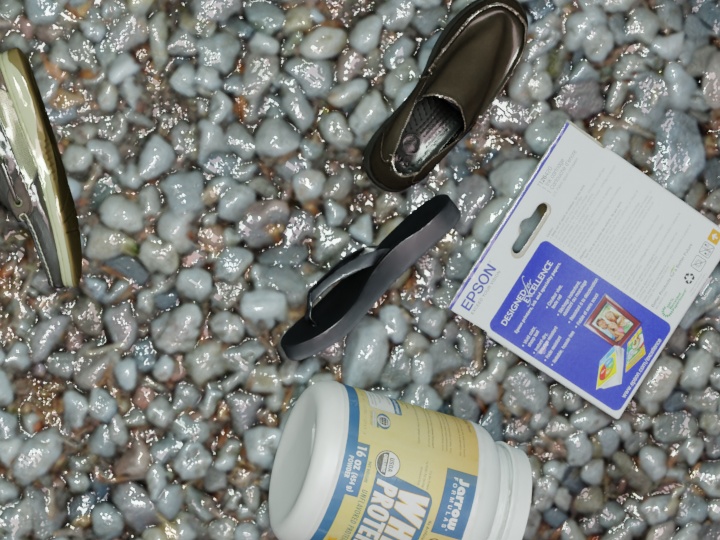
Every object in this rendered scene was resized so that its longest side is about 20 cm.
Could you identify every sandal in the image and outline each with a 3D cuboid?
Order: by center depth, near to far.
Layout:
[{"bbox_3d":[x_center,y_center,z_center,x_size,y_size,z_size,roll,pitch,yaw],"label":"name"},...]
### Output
[{"bbox_3d":[0.000,0.000,1.635,0.200,0.076,0.043,-45,108,-14],"label":"sandal"}]

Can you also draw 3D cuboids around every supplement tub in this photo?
[{"bbox_3d":[0.033,0.187,1.633,0.198,0.145,0.146,17,95,-15],"label":"supplement tub"}]

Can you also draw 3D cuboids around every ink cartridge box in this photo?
[{"bbox_3d":[0.203,-0.002,1.697,0.199,0.047,0.199,33,92,-15],"label":"ink cartridge box"}]

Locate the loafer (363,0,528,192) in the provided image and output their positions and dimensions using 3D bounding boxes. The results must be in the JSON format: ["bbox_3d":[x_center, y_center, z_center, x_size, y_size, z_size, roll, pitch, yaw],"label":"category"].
[{"bbox_3d":[0.083,-0.148,1.627,0.073,0.071,0.201,34,90,-16],"label":"loafer"}]

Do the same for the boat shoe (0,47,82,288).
[{"bbox_3d":[-0.278,-0.079,1.558,0.064,0.073,0.202,-14,99,1],"label":"boat shoe"}]
